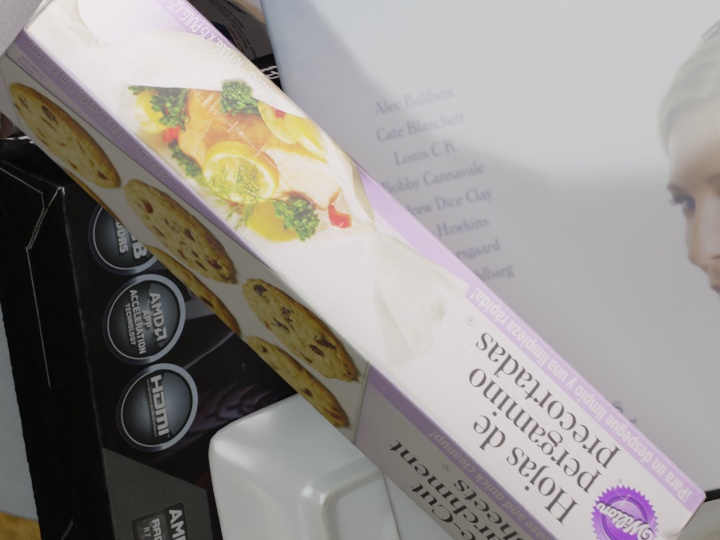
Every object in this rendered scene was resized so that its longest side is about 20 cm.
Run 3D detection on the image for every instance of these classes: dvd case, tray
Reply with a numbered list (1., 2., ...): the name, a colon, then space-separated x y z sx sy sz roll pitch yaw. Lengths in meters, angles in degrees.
1. dvd case: 0.056 -0.035 0.747 0.142 0.018 0.200 -13 100 8
2. tray: 0.053 0.057 0.827 0.200 0.022 0.108 -24 118 -28

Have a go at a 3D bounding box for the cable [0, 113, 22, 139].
1. cable: -0.181 -0.056 0.885 0.200 0.069 0.200 -21 92 6

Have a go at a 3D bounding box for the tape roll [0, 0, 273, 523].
1. tape roll: -0.074 -0.034 0.823 0.200 0.066 0.201 -11 110 -33

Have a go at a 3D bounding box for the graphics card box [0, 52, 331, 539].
1. graphics card box: 0.000 0.000 0.815 0.200 0.051 0.126 -19 116 -29

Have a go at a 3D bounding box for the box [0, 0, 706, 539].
1. box: -0.005 0.005 0.725 0.200 0.041 0.039 44 62 -6
